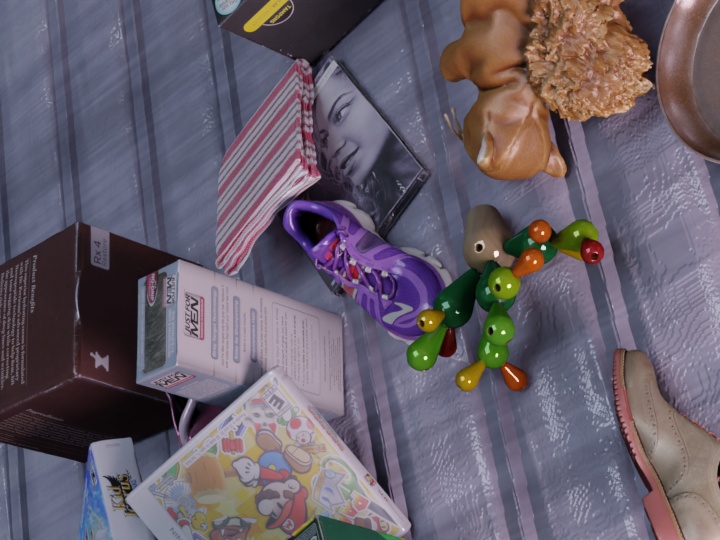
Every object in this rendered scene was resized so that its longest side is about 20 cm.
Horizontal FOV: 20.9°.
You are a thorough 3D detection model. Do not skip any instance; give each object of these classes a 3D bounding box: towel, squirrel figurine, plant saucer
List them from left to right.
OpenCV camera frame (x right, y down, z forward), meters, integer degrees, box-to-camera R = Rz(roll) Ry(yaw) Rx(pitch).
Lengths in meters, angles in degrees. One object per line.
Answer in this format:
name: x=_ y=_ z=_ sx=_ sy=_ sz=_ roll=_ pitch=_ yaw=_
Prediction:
towel: x=-0.090 y=-0.100 z=1.876 sx=0.146 sy=0.030 sz=0.201 roll=-49 pitch=24 yaw=28
squirrel figurine: x=0.144 y=-0.170 z=1.619 sx=0.199 sy=0.141 sz=0.188 roll=-1 pitch=81 yaw=51
plant saucer: x=0.318 y=-0.174 z=1.509 sx=0.199 sy=0.032 sz=0.202 roll=-21 pitch=60 yaw=41

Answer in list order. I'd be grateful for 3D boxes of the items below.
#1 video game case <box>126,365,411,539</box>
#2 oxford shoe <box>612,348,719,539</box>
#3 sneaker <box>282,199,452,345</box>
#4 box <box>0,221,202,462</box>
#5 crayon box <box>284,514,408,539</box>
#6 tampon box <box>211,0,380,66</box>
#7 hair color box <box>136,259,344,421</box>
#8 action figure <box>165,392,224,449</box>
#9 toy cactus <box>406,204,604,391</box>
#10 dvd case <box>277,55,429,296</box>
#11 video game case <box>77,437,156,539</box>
video game case: x=-0.083 y=0.212 z=1.707 sx=0.200 sy=0.023 sz=0.182 roll=-41 pitch=88 yaw=23
oxford shoe: x=0.240 y=0.138 z=1.461 sx=0.074 sy=0.071 sz=0.201 roll=-21 pitch=55 yaw=10
sneaker: x=0.000 y=0.000 z=1.737 sx=0.200 sy=0.083 sz=0.081 roll=35 pitch=104 yaw=37
box: x=-0.280 y=0.078 z=1.954 sx=0.199 sy=0.164 sz=0.167 roll=-24 pitch=58 yaw=39
crayon box: x=-0.031 y=0.293 z=1.595 sx=0.200 sy=0.172 sz=0.059 roll=-43 pitch=45 yaw=28
tampon box: x=-0.069 y=-0.335 z=1.916 sx=0.150 sy=0.126 sz=0.201 roll=-40 pitch=49 yaw=30
hair color box: x=-0.105 y=0.069 z=1.742 sx=0.060 sy=0.199 sz=0.100 roll=-23 pitch=59 yaw=40
action figure: x=-0.144 y=0.190 z=1.789 sx=0.133 sy=0.149 sz=0.201 roll=3 pitch=63 yaw=41
toy cactus: x=0.120 y=0.007 z=1.625 sx=0.200 sy=0.102 sz=0.166 roll=-47 pitch=27 yaw=27
dvd case: x=-0.024 y=-0.093 z=1.857 sx=0.149 sy=0.016 sz=0.200 roll=-54 pitch=43 yaw=18
video game case: x=-0.225 y=0.290 z=1.831 sx=0.201 sy=0.045 sz=0.182 roll=104 pitch=152 yaw=-47
